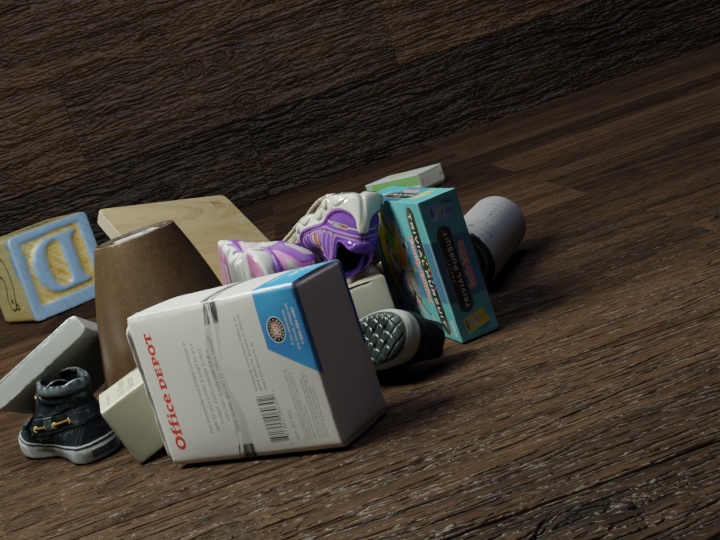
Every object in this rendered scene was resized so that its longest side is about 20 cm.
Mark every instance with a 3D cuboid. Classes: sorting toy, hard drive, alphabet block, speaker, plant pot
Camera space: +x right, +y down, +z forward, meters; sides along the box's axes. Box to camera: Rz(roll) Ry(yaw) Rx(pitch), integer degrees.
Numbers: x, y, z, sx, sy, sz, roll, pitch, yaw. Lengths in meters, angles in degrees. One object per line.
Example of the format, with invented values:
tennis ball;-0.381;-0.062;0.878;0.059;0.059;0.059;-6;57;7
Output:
sorting toy;-0.215;-0.008;1.449;0.199;0.070;0.199;-10;42;-41
hard drive;-0.341;0.117;1.297;0.132;0.027;0.200;-43;-11;-2
alphabet block;-0.700;-0.006;2.462;0.195;0.197;0.199;-23;10;-35
speaker;0.150;-0.034;1.380;0.080;0.082;0.200;-14;11;22
plant pot;-0.219;0.053;1.240;0.185;0.202;0.187;-18;9;3

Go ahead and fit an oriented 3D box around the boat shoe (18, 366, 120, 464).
boat shoe;-0.332;0.154;1.222;0.071;0.092;0.199;-26;12;-37

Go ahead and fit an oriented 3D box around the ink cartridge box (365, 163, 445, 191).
ink cartridge box;0.070;-0.171;2.360;0.145;0.048;0.199;-10;11;39

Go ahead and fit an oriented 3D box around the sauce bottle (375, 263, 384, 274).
sauce bottle;0.000;0.000;1.525;0.199;0.065;0.065;-7;15;41

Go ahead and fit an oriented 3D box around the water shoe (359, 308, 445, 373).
water shoe;0.001;0.084;1.120;0.078;0.072;0.199;10;-13;-40

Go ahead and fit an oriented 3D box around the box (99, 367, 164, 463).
box;-0.165;0.100;1.123;0.199;0.069;0.082;-37;14;-9

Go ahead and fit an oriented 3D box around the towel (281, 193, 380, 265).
towel;-0.019;-0.038;1.376;0.131;0.035;0.200;7;-25;-22

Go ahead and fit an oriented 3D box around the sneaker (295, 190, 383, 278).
sneaker;-0.026;-0.026;1.240;0.080;0.084;0.200;0;-12;-11

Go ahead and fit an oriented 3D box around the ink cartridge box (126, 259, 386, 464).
ink cartridge box;-0.096;0.085;0.996;0.199;0.148;0.086;-11;10;35

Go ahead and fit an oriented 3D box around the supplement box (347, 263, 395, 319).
supplement box;-0.030;0.047;1.290;0.125;0.074;0.200;-20;8;-3

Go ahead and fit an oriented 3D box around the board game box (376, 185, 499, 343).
board game box;0.070;-0.012;1.204;0.047;0.152;0.200;-21;10;-13

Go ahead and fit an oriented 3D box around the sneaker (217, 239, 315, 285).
sneaker;-0.107;-0.002;1.292;0.088;0.081;0.200;-17;11;-22
